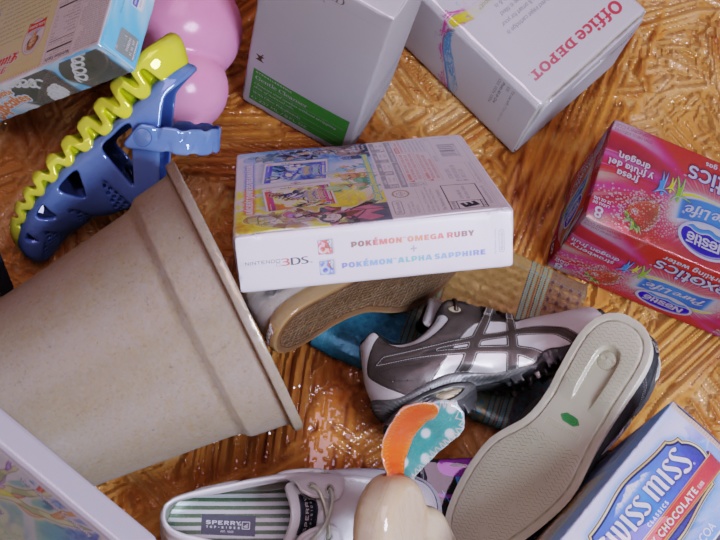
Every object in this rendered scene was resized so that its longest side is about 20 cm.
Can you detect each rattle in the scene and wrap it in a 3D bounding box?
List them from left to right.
[{"bbox_3d":[-0.007,0.173,0.750,0.129,0.142,0.202,-18,107,-40],"label":"rattle"}]

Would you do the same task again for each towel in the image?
[{"bbox_3d":[0.069,0.033,0.906,0.198,0.022,0.148,25,67,-1],"label":"towel"}]

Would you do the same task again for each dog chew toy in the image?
[{"bbox_3d":[-0.148,-0.202,0.910,0.123,0.125,0.202,-2,77,-11],"label":"dog chew toy"}]

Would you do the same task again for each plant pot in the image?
[{"bbox_3d":[-0.163,0.057,0.778,0.182,0.201,0.202,-27,75,-6],"label":"plant pot"}]

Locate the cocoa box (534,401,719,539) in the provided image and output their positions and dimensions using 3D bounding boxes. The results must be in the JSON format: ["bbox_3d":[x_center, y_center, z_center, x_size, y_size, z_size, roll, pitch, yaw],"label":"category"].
[{"bbox_3d":[0.175,0.212,0.753,0.131,0.134,0.200,42,68,11],"label":"cocoa box"}]

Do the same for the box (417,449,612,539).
[{"bbox_3d":[0.142,0.206,0.842,0.198,0.036,0.145,0,68,-11],"label":"box"}]

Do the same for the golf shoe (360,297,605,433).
[{"bbox_3d":[0.093,0.051,0.851,0.198,0.078,0.095,-21,74,-19],"label":"golf shoe"}]

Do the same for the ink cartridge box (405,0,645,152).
[{"bbox_3d":[0.118,-0.225,0.980,0.200,0.088,0.145,44,69,11],"label":"ink cartridge box"}]

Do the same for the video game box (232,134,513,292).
[{"bbox_3d":[0.001,-0.046,0.821,0.180,0.200,0.047,-3,111,-4],"label":"video game box"}]

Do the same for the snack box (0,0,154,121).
[{"bbox_3d":[-0.228,-0.182,0.856,0.037,0.199,0.117,32,59,-42],"label":"snack box"}]

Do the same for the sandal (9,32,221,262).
[{"bbox_3d":[-0.176,-0.074,0.840,0.087,0.080,0.200,43,106,-9],"label":"sandal"}]

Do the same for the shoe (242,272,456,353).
[{"bbox_3d":[0.000,0.000,0.842,0.199,0.070,0.053,-20,49,-38],"label":"shoe"}]

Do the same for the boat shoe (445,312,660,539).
[{"bbox_3d":[0.139,0.123,0.807,0.072,0.068,0.200,40,91,27],"label":"boat shoe"}]

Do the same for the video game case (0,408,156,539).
[{"bbox_3d":[-0.229,0.152,0.722,0.199,0.183,0.022,38,45,7],"label":"video game case"}]

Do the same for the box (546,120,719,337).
[{"bbox_3d":[0.263,-0.024,0.918,0.198,0.100,0.096,23,67,-1],"label":"box"}]

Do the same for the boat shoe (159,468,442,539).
[{"bbox_3d":[-0.040,0.174,0.789,0.198,0.067,0.074,-8,69,-3],"label":"boat shoe"}]

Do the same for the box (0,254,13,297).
[{"bbox_3d":[-0.383,-0.001,0.788,0.200,0.118,0.197,39,67,5],"label":"box"}]

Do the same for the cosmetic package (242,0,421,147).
[{"bbox_3d":[-0.020,-0.187,0.879,0.107,0.200,0.085,29,66,3],"label":"cosmetic package"}]
